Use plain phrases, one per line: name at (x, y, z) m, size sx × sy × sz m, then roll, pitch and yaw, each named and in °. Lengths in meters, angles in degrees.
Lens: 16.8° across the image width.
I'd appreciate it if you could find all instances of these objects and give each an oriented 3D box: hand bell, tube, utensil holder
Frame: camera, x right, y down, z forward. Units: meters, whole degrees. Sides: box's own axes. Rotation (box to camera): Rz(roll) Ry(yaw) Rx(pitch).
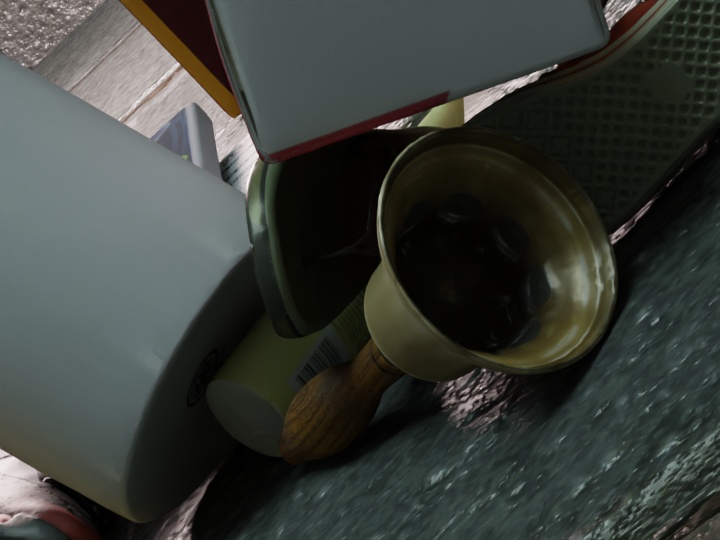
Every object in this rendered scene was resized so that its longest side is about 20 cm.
hand bell at (0.011, 0.034, 1.000) m, size 0.104 × 0.104 × 0.200 m, roll -55°, pitch 6°, yaw -37°
tube at (0.000, 0.000, 1.152) m, size 0.200 × 0.052 × 0.058 m, roll -53°, pitch 17°, yaw -30°
utensil holder at (-0.148, 0.003, 1.147) m, size 0.170 × 0.199 × 0.170 m, roll -53°, pitch -18°, yaw -25°

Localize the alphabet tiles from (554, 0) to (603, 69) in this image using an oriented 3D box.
alphabet tiles at (0.125, -0.149, 1.152) m, size 0.167 × 0.006 × 0.200 m, roll -61°, pitch -2°, yaw 1°

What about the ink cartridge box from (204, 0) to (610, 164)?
ink cartridge box at (0.015, -0.113, 1.018) m, size 0.147 × 0.086 × 0.200 m, roll -20°, pitch 9°, yaw 1°

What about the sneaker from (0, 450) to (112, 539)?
sneaker at (-0.159, 0.117, 1.224) m, size 0.098 × 0.071 × 0.200 m, roll -50°, pitch 13°, yaw -13°

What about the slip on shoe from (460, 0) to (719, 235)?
slip on shoe at (0.104, -0.064, 1.015) m, size 0.200 × 0.074 × 0.061 m, roll -39°, pitch 4°, yaw 7°

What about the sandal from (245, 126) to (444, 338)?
sandal at (0.012, -0.029, 1.066) m, size 0.057 × 0.080 × 0.201 m, roll -9°, pitch 10°, yaw 34°

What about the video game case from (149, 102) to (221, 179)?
video game case at (-0.153, -0.012, 1.383) m, size 0.182 × 0.023 × 0.200 m, roll -41°, pitch 14°, yaw 6°

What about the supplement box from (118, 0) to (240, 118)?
supplement box at (-0.077, -0.257, 1.805) m, size 0.200 × 0.197 × 0.133 m, roll -31°, pitch 19°, yaw 46°

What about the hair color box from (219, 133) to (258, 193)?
hair color box at (-0.036, -0.039, 1.345) m, size 0.100 × 0.061 × 0.200 m, roll -43°, pitch 14°, yaw 3°
